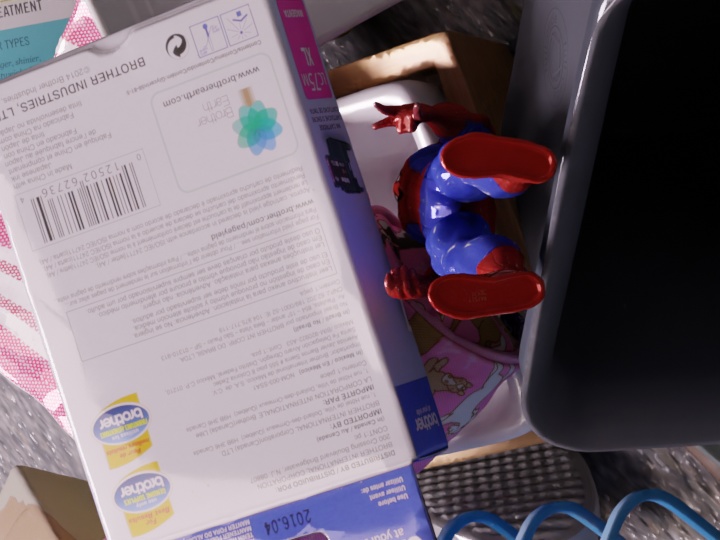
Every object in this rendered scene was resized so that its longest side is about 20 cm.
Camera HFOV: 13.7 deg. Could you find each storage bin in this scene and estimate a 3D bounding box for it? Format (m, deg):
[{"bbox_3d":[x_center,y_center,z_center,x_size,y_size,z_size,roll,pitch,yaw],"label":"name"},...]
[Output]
[{"bbox_3d":[0.116,-0.062,0.957,0.135,0.145,0.200,-105,17,-44],"label":"storage bin"}]

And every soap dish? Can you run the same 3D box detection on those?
[{"bbox_3d":[0.000,0.000,1.172,0.200,0.081,0.158,-16,98,44],"label":"soap dish"}]

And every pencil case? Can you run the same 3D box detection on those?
[{"bbox_3d":[-0.028,0.074,1.074,0.200,0.086,0.083,-51,55,15],"label":"pencil case"}]

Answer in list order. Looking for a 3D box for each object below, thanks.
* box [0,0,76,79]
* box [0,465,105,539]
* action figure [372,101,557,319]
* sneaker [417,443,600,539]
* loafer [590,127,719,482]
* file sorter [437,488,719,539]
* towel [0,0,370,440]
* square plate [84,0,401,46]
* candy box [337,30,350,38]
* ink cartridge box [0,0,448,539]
[{"bbox_3d":[-0.158,-0.122,1.240,0.049,0.082,0.201,-150,49,-80],"label":"box"},{"bbox_3d":[-0.104,0.171,1.259,0.095,0.078,0.200,-65,29,12],"label":"box"},{"bbox_3d":[0.029,-0.022,0.969,0.200,0.052,0.066,-110,20,-86],"label":"action figure"},{"bbox_3d":[0.047,0.117,1.241,0.200,0.073,0.115,26,136,61],"label":"sneaker"},{"bbox_3d":[0.129,0.042,1.056,0.200,0.072,0.063,53,165,14],"label":"loafer"},{"bbox_3d":[0.054,0.165,1.080,0.123,0.139,0.200,38,150,-27],"label":"file sorter"},{"bbox_3d":[-0.084,-0.003,1.166,0.146,0.030,0.200,42,130,18],"label":"towel"},{"bbox_3d":[-0.030,-0.178,1.052,0.200,0.198,0.028,62,180,6],"label":"square plate"},{"bbox_3d":[-0.043,-0.197,1.193,0.200,0.026,0.102,60,153,9],"label":"candy box"},{"bbox_3d":[-0.047,0.014,1.007,0.119,0.042,0.201,-19,85,21],"label":"ink cartridge box"}]
